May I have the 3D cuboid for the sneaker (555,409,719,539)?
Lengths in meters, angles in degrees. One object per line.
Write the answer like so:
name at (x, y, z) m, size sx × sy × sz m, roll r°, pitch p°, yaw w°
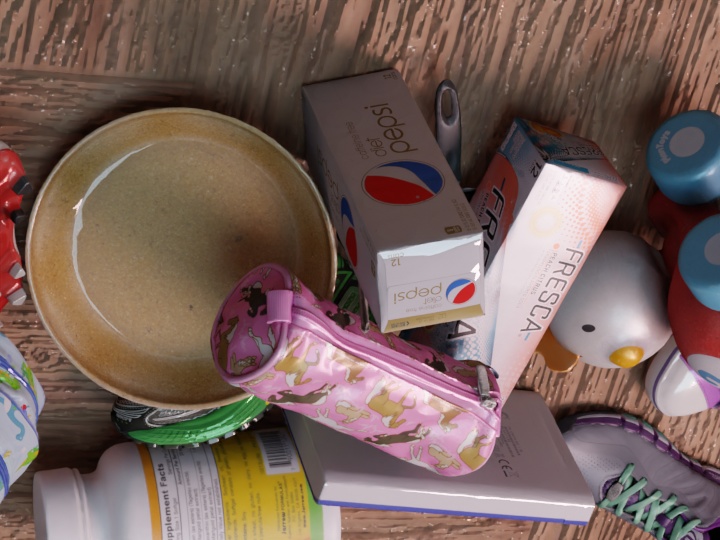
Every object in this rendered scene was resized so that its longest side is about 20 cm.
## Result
sneaker at (0.222, 0.169, 1.673) m, size 0.200 × 0.088 × 0.074 m, roll 22°, pitch 115°, yaw -29°

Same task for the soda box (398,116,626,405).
soda box at (0.096, 0.001, 1.502) m, size 0.068 × 0.064 × 0.200 m, roll 14°, pitch 116°, yaw -27°

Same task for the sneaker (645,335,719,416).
sneaker at (0.307, 0.065, 1.614) m, size 0.200 × 0.114 × 0.073 m, roll -30°, pitch 128°, yaw 6°

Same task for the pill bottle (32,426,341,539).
pill bottle at (-0.122, 0.171, 1.555) m, size 0.200 × 0.111 × 0.111 m, roll -4°, pitch 124°, yaw -14°

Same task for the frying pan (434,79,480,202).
frying pan at (0.047, -0.035, 1.515) m, size 0.115 × 0.031 × 0.190 m, roll -31°, pitch 124°, yaw 2°

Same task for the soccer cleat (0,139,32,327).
soccer cleat at (-0.254, -0.025, 1.414) m, size 0.069 × 0.085 × 0.200 m, roll -28°, pitch 156°, yaw -30°

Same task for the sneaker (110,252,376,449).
sneaker at (-0.083, 0.051, 1.519) m, size 0.200 × 0.078 × 0.085 m, roll -30°, pitch 112°, yaw 1°

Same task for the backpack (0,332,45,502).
backpack at (-0.295, 0.090, 1.401) m, size 0.154 × 0.200 × 0.163 m, roll -43°, pitch 131°, yaw -23°

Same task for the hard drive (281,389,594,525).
hard drive at (0.050, 0.121, 1.560) m, size 0.200 × 0.132 × 0.025 m, roll 7°, pitch 122°, yaw -21°

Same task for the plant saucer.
plant saucer at (-0.114, -0.010, 1.448) m, size 0.200 × 0.035 × 0.201 m, roll 1°, pitch 106°, yaw 2°

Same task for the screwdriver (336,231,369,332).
screwdriver at (0.000, 0.000, 1.423) m, size 0.028 × 0.200 × 0.029 m, roll -2°, pitch 118°, yaw -1°

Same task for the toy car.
toy car at (0.199, 0.026, 1.531) m, size 0.200 × 0.177 × 0.184 m, roll -23°, pitch 140°, yaw 15°

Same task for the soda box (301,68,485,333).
soda box at (0.018, -0.046, 1.394) m, size 0.068 × 0.200 × 0.064 m, roll -10°, pitch 126°, yaw -10°

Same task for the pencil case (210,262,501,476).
pencil case at (0.000, 0.065, 1.416) m, size 0.200 × 0.083 × 0.087 m, roll 25°, pitch 112°, yaw -33°
